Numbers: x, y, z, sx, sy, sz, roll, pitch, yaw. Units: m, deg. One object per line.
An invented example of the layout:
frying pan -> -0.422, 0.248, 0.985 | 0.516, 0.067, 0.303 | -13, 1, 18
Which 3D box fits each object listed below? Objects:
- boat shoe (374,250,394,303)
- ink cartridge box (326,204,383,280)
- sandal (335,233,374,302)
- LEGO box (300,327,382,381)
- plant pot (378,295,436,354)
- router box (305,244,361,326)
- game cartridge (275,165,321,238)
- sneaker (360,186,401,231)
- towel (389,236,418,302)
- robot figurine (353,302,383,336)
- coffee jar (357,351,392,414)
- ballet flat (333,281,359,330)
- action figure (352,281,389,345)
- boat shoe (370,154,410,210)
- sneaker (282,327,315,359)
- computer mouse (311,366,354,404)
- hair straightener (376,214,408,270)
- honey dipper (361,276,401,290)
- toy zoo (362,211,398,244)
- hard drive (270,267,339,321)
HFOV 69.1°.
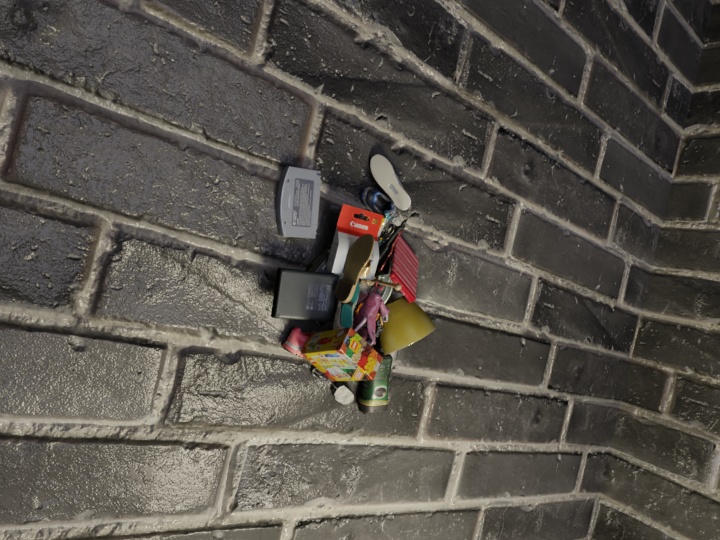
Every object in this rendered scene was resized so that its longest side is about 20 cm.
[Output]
boat shoe -> 0.073, 0.021, 1.737 | 0.062, 0.072, 0.204 | 36, 68, -45
ink cartridge box -> -0.007, -0.082, 1.591 | 0.157, 0.047, 0.204 | 11, 99, -35
sandal -> -0.004, -0.002, 1.557 | 0.069, 0.077, 0.215 | 25, 89, -55
LEGO box -> -0.056, 0.248, 1.525 | 0.149, 0.198, 0.078 | 44, 55, -24
plant pot -> 0.135, 0.170, 1.756 | 0.197, 0.199, 0.144 | -25, 87, -30
router box -> -0.107, 0.045, 1.619 | 0.201, 0.062, 0.151 | -50, 120, -19
game cartridge -> -0.184, -0.200, 1.543 | 0.131, 0.040, 0.205 | 1, 96, -39
sneaker -> 0.082, -0.188, 1.706 | 0.200, 0.084, 0.078 | 43, 73, -33
towel -> 0.146, -0.009, 1.741 | 0.145, 0.022, 0.203 | 49, 35, -33
robot figurine -> -0.010, 0.193, 1.679 | 0.143, 0.058, 0.202 | 31, 81, 2
coffee jar -> 0.048, 0.381, 1.768 | 0.102, 0.085, 0.205 | 4, 94, -31
ballet flat -> -0.051, 0.107, 1.578 | 0.072, 0.071, 0.203 | 42, 43, -33
action figure -> 0.017, 0.125, 1.592 | 0.149, 0.131, 0.204 | 49, 61, -78
boat shoe -> 0.100, -0.288, 1.711 | 0.072, 0.069, 0.201 | -40, 95, 5
sneaker -> -0.143, 0.238, 1.617 | 0.198, 0.073, 0.088 | 30, 78, -35
computer mouse -> -0.090, 0.371, 1.706 | 0.059, 0.034, 0.200 | -44, 116, -3
hair straightener -> 0.085, -0.094, 1.669 | 0.076, 0.041, 0.202 | 20, 113, -38
honey dipper -> 0.065, 0.040, 1.658 | 0.037, 0.198, 0.039 | -7, 103, -33
toy zoo -> 0.040, -0.099, 1.683 | 0.129, 0.020, 0.203 | 12, 112, -36
hard drive -> -0.159, 0.073, 1.527 | 0.197, 0.033, 0.143 | 8, 92, -36
